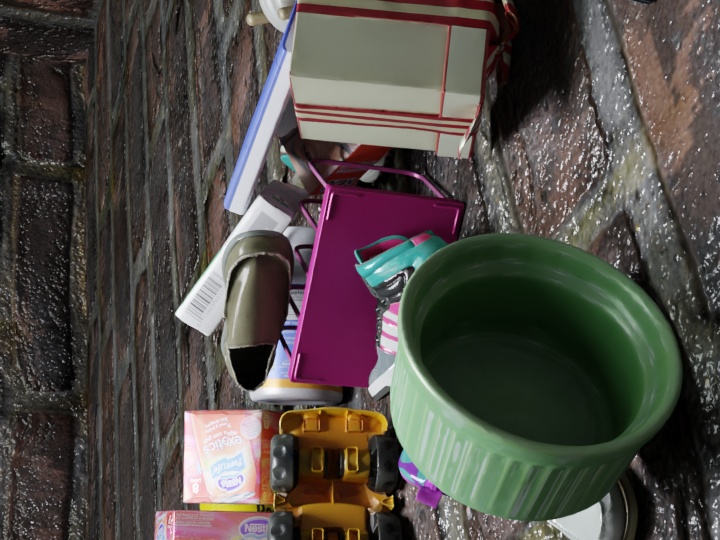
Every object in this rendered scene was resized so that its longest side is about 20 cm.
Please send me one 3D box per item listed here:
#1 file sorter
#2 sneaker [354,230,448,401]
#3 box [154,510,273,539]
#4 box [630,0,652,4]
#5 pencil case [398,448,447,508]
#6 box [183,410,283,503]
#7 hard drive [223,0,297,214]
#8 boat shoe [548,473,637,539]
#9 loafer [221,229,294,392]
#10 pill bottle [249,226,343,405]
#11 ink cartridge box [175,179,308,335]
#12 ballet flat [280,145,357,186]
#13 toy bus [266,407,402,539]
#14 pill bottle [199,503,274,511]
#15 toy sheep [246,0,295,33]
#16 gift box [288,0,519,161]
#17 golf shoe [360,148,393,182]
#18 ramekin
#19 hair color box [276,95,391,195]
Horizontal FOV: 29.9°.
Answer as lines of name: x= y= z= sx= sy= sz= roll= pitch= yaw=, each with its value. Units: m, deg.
file sorter: x=0.000 y=0.000 z=1.359 sx=0.125 sy=0.138 sz=0.201 roll=-126 pitch=45 yaw=-63
sneaker: x=0.035 y=0.031 z=1.269 sx=0.121 sy=0.083 sz=0.200 roll=53 pitch=137 yaw=15
box: x=-0.131 y=0.325 z=1.549 sx=0.103 sy=0.199 sz=0.095 roll=154 pitch=119 yaw=-68
box: x=0.202 y=-0.318 z=0.971 sx=0.201 sy=0.078 sz=0.142 roll=114 pitch=150 yaw=-42
pencil case: x=0.093 y=0.097 z=1.151 sx=0.092 sy=0.085 sz=0.201 roll=-59 pitch=-16 yaw=-64
box: x=-0.117 y=0.214 z=1.530 sx=0.200 sy=0.094 sz=0.103 roll=24 pitch=-116 yaw=-70
hard drive: x=-0.086 y=-0.170 z=1.337 sx=0.132 sy=0.025 sz=0.201 roll=-79 pitch=11 yaw=-49
boat shoe: x=0.140 y=0.158 z=1.030 sx=0.200 sy=0.068 sz=0.075 roll=-140 pitch=57 yaw=-66
loafer: x=-0.100 y=0.044 z=1.339 sx=0.070 sy=0.075 sz=0.201 roll=-105 pitch=15 yaw=-44
pill bottle: x=-0.072 y=0.055 z=1.584 sx=0.112 sy=0.111 sz=0.202 roll=155 pitch=118 yaw=-67
ink cartridge box: x=-0.118 y=-0.029 z=1.457 sx=0.161 sy=0.050 sz=0.200 roll=-54 pitch=6 yaw=17
ballet flat: x=-0.044 y=-0.143 z=1.633 sx=0.064 sy=0.076 sz=0.200 roll=-51 pitch=27 yaw=-5
toy bus: x=-0.032 y=0.265 z=1.426 sx=0.192 sy=0.135 sz=0.201 roll=101 pitch=169 yaw=-66
pill bottle: x=-0.160 y=0.306 z=1.776 sx=0.104 sy=0.103 sz=0.201 roll=122 pitch=147 yaw=-51
toy sheep: x=-0.063 y=-0.343 z=1.635 sx=0.200 sy=0.137 sz=0.139 roll=18 pitch=102 yaw=59
gift box: x=0.041 y=-0.189 z=1.179 sx=0.185 sy=0.185 sz=0.202 roll=75 pitch=-161 yaw=-81
golf shoe: x=0.001 y=-0.195 z=1.477 sx=0.075 sy=0.091 sz=0.201 roll=-123 pitch=43 yaw=-63
ramekin: x=0.115 y=0.077 z=0.946 sx=0.098 sy=0.198 sz=0.201 roll=104 pitch=160 yaw=-44
hair color box: x=-0.002 y=-0.178 z=1.389 sx=0.200 sy=0.064 sz=0.111 roll=-43 pitch=68 yaw=40
